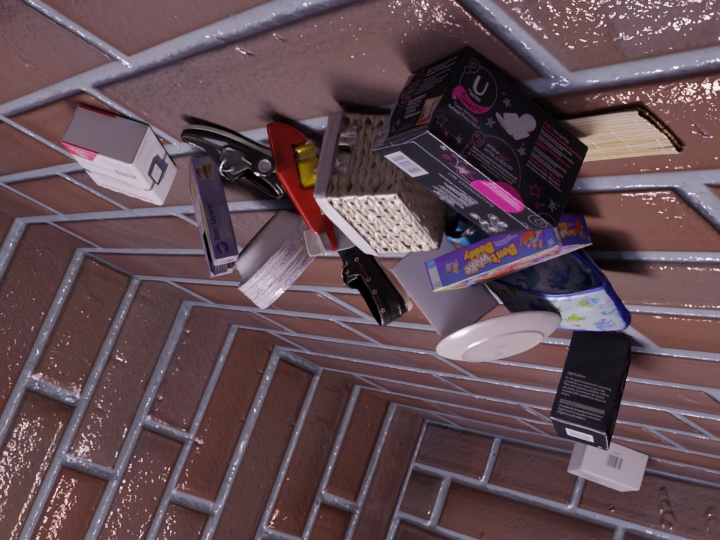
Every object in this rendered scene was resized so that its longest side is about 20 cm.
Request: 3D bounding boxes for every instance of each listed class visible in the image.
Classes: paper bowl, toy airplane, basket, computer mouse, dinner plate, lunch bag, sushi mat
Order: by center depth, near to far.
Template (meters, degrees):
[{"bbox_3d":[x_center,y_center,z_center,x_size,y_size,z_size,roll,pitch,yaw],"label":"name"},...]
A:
[{"bbox_3d":[0.269,-0.153,1.093,0.095,0.012,0.199,31,163,-33],"label":"sushi mat"},{"bbox_3d":[0.037,-0.117,1.293,0.123,0.136,0.200,1,158,24],"label":"basket"},{"bbox_3d":[0.130,-0.083,1.369,0.034,0.059,0.200,19,-170,-22],"label":"computer mouse"},{"bbox_3d":[-0.059,-0.121,1.416,0.200,0.141,0.199,50,171,35],"label":"toy airplane"},{"bbox_3d":[0.216,0.109,1.447,0.199,0.024,0.200,-10,159,-4],"label":"dinner plate"},{"bbox_3d":[0.313,0.022,1.455,0.199,0.128,0.170,22,170,36],"label":"lunch bag"},{"bbox_3d":[-0.157,-0.034,1.765,0.104,0.201,0.201,42,162,-8],"label":"paper bowl"}]

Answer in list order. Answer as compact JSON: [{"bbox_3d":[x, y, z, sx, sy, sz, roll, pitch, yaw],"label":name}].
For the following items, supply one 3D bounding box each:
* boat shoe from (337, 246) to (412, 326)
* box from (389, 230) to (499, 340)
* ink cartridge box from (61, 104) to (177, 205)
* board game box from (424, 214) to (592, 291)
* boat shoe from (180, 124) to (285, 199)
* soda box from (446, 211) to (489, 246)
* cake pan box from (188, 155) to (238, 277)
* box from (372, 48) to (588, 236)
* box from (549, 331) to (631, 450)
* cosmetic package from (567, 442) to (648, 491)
[{"bbox_3d":[0.000,-0.001,1.502,0.202,0.063,0.074,53,164,16],"label":"boat shoe"},{"bbox_3d":[0.140,0.026,1.540,0.153,0.106,0.200,53,-175,6],"label":"box"},{"bbox_3d":[-0.443,-0.211,1.737,0.144,0.085,0.200,18,165,9],"label":"ink cartridge box"},{"bbox_3d":[0.209,-0.025,1.323,0.199,0.045,0.134,-22,170,33],"label":"board game box"},{"bbox_3d":[-0.209,-0.184,1.549,0.199,0.068,0.072,24,167,-7],"label":"boat shoe"},{"bbox_3d":[0.189,-0.084,1.357,0.067,0.065,0.200,21,166,-5],"label":"soda box"},{"bbox_3d":[-0.274,-0.093,1.738,0.052,0.201,0.184,-13,174,-12],"label":"cake pan box"},{"bbox_3d":[0.139,-0.142,1.084,0.199,0.115,0.132,34,163,-22],"label":"box"},{"bbox_3d":[0.469,0.239,1.893,0.117,0.201,0.197,14,164,20],"label":"box"},{"bbox_3d":[0.810,0.638,3.077,0.198,0.124,0.200,19,167,5],"label":"cosmetic package"}]
